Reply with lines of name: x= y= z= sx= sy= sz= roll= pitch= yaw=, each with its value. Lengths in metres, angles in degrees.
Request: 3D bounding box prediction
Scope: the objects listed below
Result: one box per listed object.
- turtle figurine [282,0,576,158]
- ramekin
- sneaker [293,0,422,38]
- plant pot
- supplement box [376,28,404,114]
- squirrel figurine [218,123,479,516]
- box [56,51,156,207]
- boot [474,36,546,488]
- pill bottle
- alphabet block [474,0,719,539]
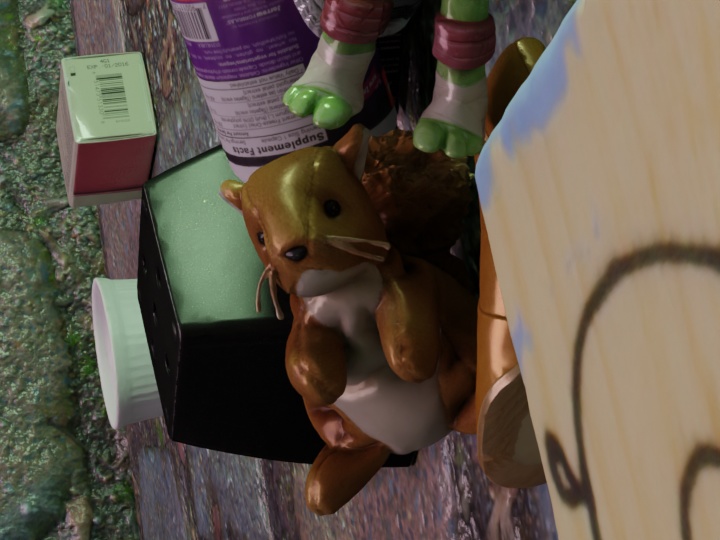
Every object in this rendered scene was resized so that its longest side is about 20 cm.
turtle figurine: x=0.029 y=-0.143 z=0.767 sx=0.200 sy=0.143 sz=0.194 roll=52 pitch=138 yaw=49
ramekin: x=-0.292 y=0.104 z=2.252 sx=0.200 sy=0.097 sz=0.201 roll=173 pitch=90 yaw=-75
sneaker: x=0.036 y=-0.181 z=0.951 sx=0.076 sy=0.114 sz=0.200 roll=67 pitch=-158 yaw=-6
plant pot: x=-0.058 y=0.020 z=1.192 sx=0.200 sy=0.177 sz=0.200 roll=102 pitch=154 yaw=-53
supplement box: x=-0.009 y=-0.212 z=1.124 sx=0.109 sy=0.061 sz=0.201 roll=-115 pitch=22 yaw=-52
squirrel figurine: x=0.000 y=0.000 z=0.975 sx=0.187 sy=0.141 sz=0.200 roll=56 pitch=-154 yaw=-24
box: x=-0.341 y=-0.186 z=2.277 sx=0.200 sy=0.109 sz=0.128 roll=117 pitch=143 yaw=-65
boot: x=0.087 y=-0.004 z=0.871 sx=0.144 sy=0.071 sz=0.202 roll=-107 pitch=22 yaw=-51
pill bottle: x=-0.042 y=-0.119 z=1.052 sx=0.111 sy=0.111 sz=0.201 roll=-131 pitch=21 yaw=-65
alphabet block: x=0.156 y=0.020 z=0.362 sx=0.195 sy=0.196 sz=0.201 roll=116 pitch=144 yaw=-67
